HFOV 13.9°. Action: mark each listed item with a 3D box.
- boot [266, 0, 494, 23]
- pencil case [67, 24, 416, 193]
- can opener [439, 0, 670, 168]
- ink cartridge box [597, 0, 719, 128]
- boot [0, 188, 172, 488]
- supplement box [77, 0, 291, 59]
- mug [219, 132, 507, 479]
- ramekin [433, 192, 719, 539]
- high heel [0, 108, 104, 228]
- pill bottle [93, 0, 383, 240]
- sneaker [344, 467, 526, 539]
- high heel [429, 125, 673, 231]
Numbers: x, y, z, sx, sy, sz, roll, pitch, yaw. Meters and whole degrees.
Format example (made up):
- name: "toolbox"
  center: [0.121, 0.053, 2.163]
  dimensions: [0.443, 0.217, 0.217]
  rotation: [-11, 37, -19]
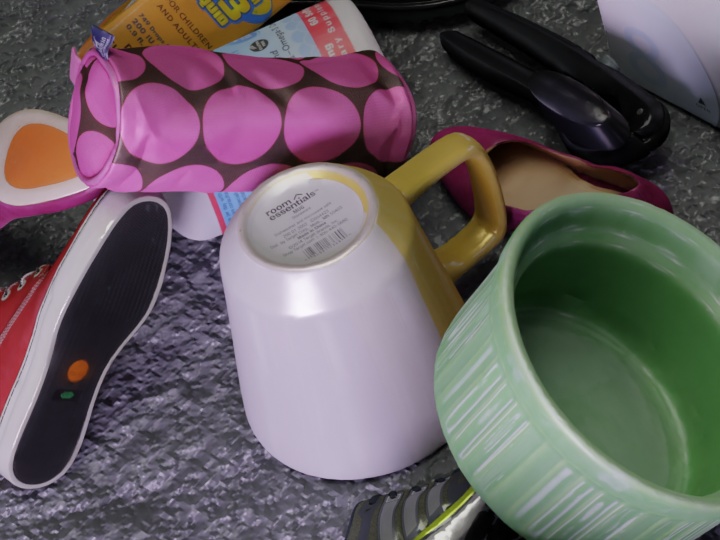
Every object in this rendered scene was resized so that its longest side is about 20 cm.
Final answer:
- name: "boot"
  center: [-0.003, -0.246, 1.928]
  dimensions: [0.200, 0.168, 0.077]
  rotation: [-3, 44, 14]
- name: "pencil case"
  center: [-0.072, -0.094, 1.742]
  dimensions: [0.199, 0.091, 0.094]
  rotation: [2, 32, -26]
- name: "can opener"
  center: [0.122, -0.124, 1.865]
  dimensions: [0.063, 0.079, 0.200]
  rotation: [-40, 42, -7]
- name: "ink cartridge box"
  center: [0.207, -0.165, 1.779]
  dimensions: [0.047, 0.200, 0.160]
  rotation: [-44, 52, -17]
- name: "boot"
  center: [-0.200, 0.011, 1.787]
  dimensions: [0.144, 0.072, 0.200]
  rotation: [40, 108, 40]
- name: "supplement box"
  center: [-0.090, -0.180, 1.895]
  dimensions: [0.200, 0.067, 0.069]
  rotation: [-37, 10, 30]
- name: "mug"
  center: [-0.009, 0.004, 1.733]
  dimensions: [0.149, 0.153, 0.187]
  rotation: [3, 52, 20]
- name: "ramekin"
  center: [0.137, 0.066, 1.617]
  dimensions: [0.200, 0.098, 0.200]
  rotation: [19, 48, -23]
- name: "high heel"
  center: [-0.206, -0.049, 1.842]
  dimensions: [0.200, 0.096, 0.068]
  rotation: [-4, 62, 37]
- name: "pill bottle"
  center: [-0.077, -0.086, 1.857]
  dimensions: [0.200, 0.109, 0.109]
  rotation: [-25, 49, -5]
- name: "sneaker"
  center: [0.041, 0.141, 1.660]
  dimensions: [0.081, 0.074, 0.200]
  rotation: [29, 61, 38]
- name: "high heel"
  center: [0.112, -0.061, 1.789]
  dimensions: [0.200, 0.096, 0.067]
  rotation: [28, 65, 33]
